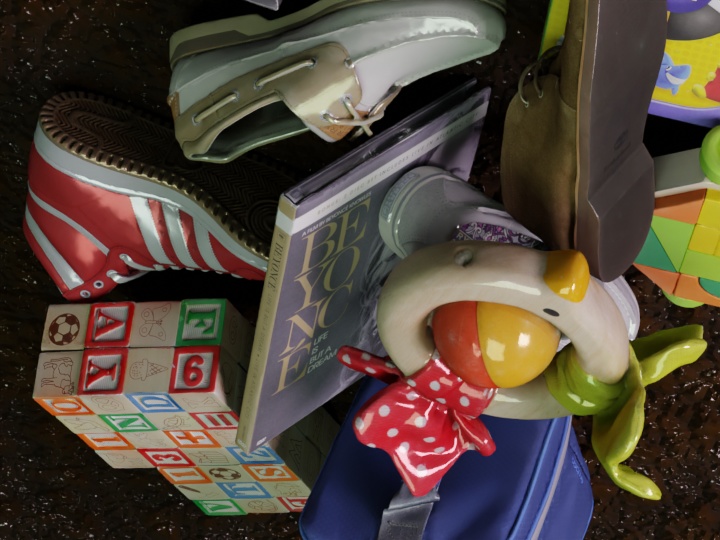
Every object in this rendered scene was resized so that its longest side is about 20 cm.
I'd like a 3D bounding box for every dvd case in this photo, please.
[{"bbox_3d":[0.000,0.000,1.240,0.016,0.148,0.201,40,142,24],"label":"dvd case"}]

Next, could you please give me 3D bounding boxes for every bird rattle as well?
[{"bbox_3d":[0.073,0.037,1.161,0.199,0.113,0.164,8,144,30],"label":"bird rattle"}]

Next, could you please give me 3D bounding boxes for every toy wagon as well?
[{"bbox_3d":[0.193,-0.021,1.193,0.198,0.040,0.155,13,154,5],"label":"toy wagon"}]

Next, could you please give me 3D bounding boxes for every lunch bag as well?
[{"bbox_3d":[0.048,0.137,1.313,0.135,0.201,0.133,4,133,21],"label":"lunch bag"}]

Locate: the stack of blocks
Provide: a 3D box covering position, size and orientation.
[{"bbox_3d":[-0.099,0.085,1.362,0.114,0.059,0.200,-3,154,20],"label":"stack of blocks"}]

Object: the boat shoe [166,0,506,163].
[{"bbox_3d":[-0.012,-0.100,1.174,0.199,0.069,0.075,-10,163,33],"label":"boat shoe"}]

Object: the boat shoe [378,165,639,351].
[{"bbox_3d":[0.095,0.006,1.225,0.072,0.068,0.200,-51,131,0],"label":"boat shoe"}]

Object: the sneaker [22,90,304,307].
[{"bbox_3d":[-0.101,-0.016,1.300,0.199,0.071,0.113,26,132,2],"label":"sneaker"}]

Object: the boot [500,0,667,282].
[{"bbox_3d":[0.102,-0.087,1.105,0.075,0.074,0.201,28,137,29],"label":"boot"}]

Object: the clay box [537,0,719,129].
[{"bbox_3d":[0.156,-0.161,1.089,0.114,0.048,0.201,13,139,4],"label":"clay box"}]

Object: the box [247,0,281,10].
[{"bbox_3d":[-0.113,-0.228,1.112,0.198,0.044,0.161,18,137,0],"label":"box"}]
